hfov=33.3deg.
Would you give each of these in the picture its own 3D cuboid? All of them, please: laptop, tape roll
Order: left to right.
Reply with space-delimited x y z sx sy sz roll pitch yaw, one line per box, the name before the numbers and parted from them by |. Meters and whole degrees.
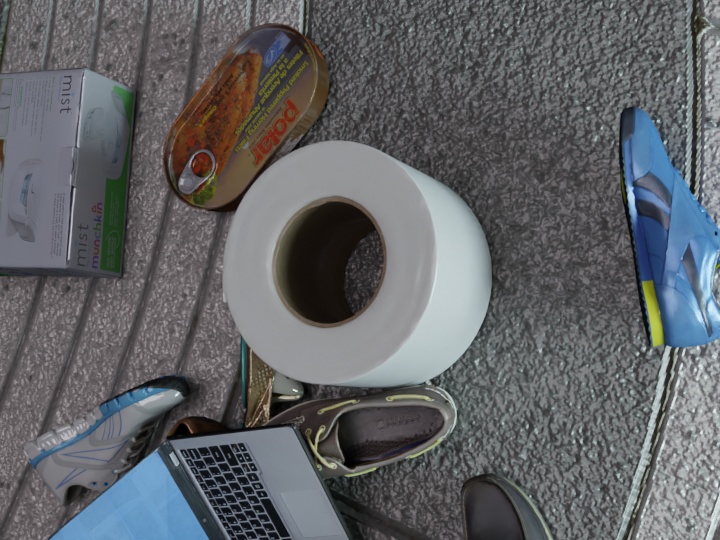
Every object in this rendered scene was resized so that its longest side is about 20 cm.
laptop | -0.124 0.246 1.035 0.198 0.116 0.188 -9 123 23
tape roll | 0.000 0.000 1.046 0.201 0.139 0.205 -3 82 25

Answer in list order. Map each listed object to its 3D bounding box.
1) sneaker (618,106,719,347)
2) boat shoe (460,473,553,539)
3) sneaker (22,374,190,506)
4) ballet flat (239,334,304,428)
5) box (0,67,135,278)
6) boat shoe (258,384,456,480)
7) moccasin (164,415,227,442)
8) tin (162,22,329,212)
sneaker | 0.255 -0.038 0.977 0.078 0.066 0.202 -11 79 12
boat shoe | 0.127 0.264 0.989 0.074 0.073 0.201 -24 74 20
sneaker | -0.236 0.170 1.182 0.199 0.075 0.087 -31 82 24
ballet flat | -0.084 0.134 1.120 0.065 0.071 0.202 2 87 -1
box | -0.334 -0.097 1.238 0.175 0.097 0.202 0 83 24
boat shoe | -0.014 0.146 1.049 0.198 0.060 0.072 -13 88 6
moccasin | -0.171 0.239 1.129 0.073 0.078 0.203 15 90 26
tin | -0.111 -0.146 1.173 0.200 0.042 0.112 -49 63 12
